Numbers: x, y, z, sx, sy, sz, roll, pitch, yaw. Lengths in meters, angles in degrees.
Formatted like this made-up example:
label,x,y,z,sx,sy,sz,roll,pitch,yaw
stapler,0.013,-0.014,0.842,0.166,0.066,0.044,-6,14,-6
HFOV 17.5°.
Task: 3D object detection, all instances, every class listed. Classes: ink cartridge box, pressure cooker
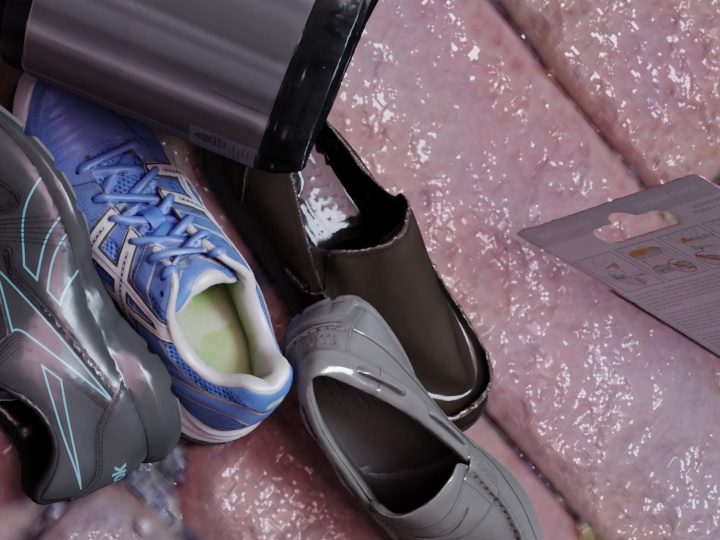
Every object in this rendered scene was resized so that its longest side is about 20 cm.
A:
label,x,y,z,sx,sy,sz,roll,pitch,yaw
ink cartridge box,0.207,-0.004,1.203,0.200,0.163,0.057,34,65,-20
pressure cooker,-0.085,-0.152,1.030,0.200,0.176,0.179,22,43,0

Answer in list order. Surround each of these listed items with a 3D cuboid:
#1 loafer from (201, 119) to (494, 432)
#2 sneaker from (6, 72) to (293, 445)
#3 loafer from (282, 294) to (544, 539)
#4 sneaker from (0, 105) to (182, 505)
label,x,y,z,sx,sy,sz,roll,pitch,yaw
loafer,0.000,0.000,1.138,0.073,0.071,0.200,-46,104,-27
sneaker,-0.091,-0.014,1.087,0.076,0.077,0.200,-36,97,-27
loafer,0.027,0.102,1.120,0.200,0.070,0.070,51,22,-23
sneaker,-0.155,0.011,1.048,0.079,0.075,0.200,-32,97,-27
